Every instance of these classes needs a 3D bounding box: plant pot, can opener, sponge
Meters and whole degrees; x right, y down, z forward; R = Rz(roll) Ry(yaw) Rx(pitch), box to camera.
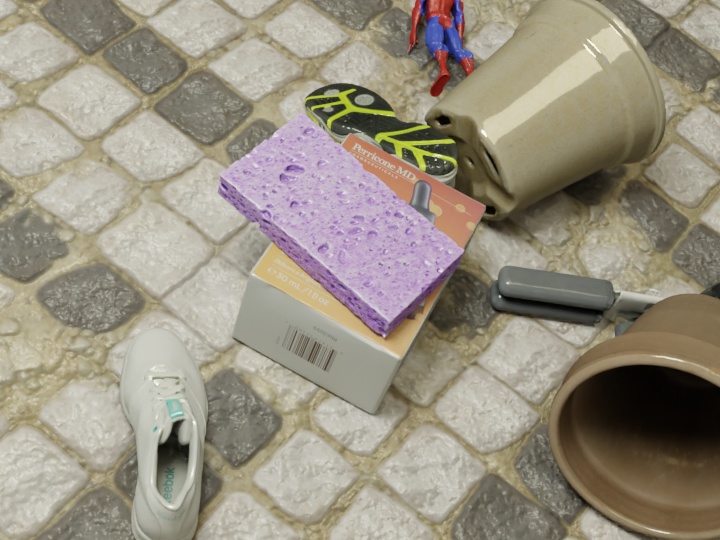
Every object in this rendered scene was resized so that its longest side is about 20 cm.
[{"bbox_3d":[0.171,-0.152,1.275,0.183,0.200,0.200,-34,71,-20],"label":"plant pot"},{"bbox_3d":[0.227,0.038,1.228,0.200,0.053,0.067,13,54,-8],"label":"can opener"},{"bbox_3d":[0.288,0.111,1.123,0.200,0.200,0.175,32,40,7],"label":"plant pot"},{"bbox_3d":[-0.017,-0.042,1.093,0.200,0.030,0.112,41,56,13],"label":"sponge"}]

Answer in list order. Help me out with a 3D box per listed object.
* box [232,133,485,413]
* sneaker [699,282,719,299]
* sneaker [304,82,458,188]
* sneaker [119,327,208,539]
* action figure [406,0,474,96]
[{"bbox_3d":[0.000,0.000,1.154,0.152,0.106,0.200,28,53,4],"label":"box"},{"bbox_3d":[0.383,0.093,1.211,0.066,0.091,0.200,-15,61,-27],"label":"sneaker"},{"bbox_3d":[0.014,-0.124,1.271,0.075,0.076,0.200,-30,51,-28],"label":"sneaker"},{"bbox_3d":[-0.156,0.123,1.033,0.075,0.089,0.200,-1,56,-15],"label":"sneaker"},{"bbox_3d":[0.089,-0.265,1.403,0.065,0.052,0.200,9,49,-17],"label":"action figure"}]
